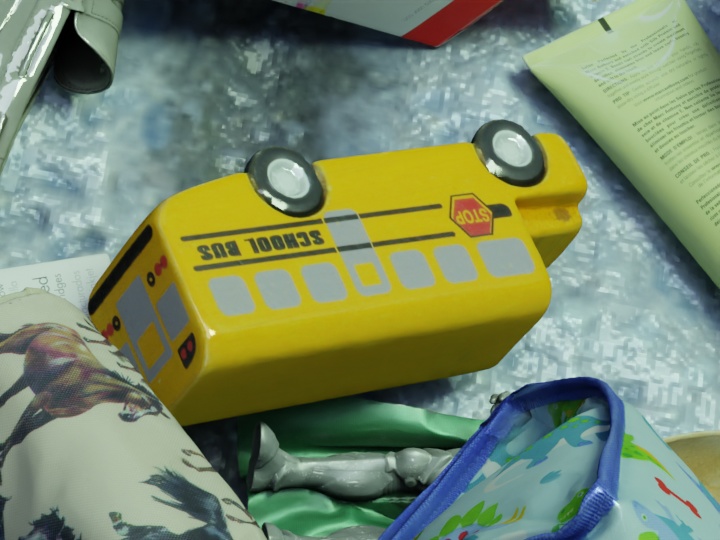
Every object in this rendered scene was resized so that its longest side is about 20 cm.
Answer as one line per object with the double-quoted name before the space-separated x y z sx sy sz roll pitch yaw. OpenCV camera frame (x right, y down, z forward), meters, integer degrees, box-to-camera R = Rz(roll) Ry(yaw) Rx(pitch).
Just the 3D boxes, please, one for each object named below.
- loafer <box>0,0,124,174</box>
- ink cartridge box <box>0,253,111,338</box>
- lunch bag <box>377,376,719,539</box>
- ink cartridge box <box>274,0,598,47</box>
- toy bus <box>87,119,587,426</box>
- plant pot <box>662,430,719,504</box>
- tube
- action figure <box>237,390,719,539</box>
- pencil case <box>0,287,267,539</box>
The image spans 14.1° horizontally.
"loafer" -0.122 -0.097 1.139 0.070 0.070 0.200 34 70 1
"ink cartridge box" -0.178 0.072 1.044 0.199 0.068 0.116 -9 66 -13
"lunch bag" 0.088 0.131 0.926 0.127 0.200 0.170 -35 97 15
"ink cartridge box" -0.002 -0.164 1.161 0.199 0.067 0.117 14 59 -35
"toy bus" 0.000 0.000 1.072 0.199 0.065 0.079 -9 62 -37
"plant pot" 0.134 0.159 1.048 0.199 0.027 0.202 6 73 -21
"tube" 0.151 -0.027 1.159 0.058 0.052 0.200 -1 51 -56
"action figure" 0.058 0.089 1.084 0.198 0.055 0.119 1 61 -13
"pencil case" -0.072 0.102 0.945 0.078 0.090 0.200 -11 50 -45
